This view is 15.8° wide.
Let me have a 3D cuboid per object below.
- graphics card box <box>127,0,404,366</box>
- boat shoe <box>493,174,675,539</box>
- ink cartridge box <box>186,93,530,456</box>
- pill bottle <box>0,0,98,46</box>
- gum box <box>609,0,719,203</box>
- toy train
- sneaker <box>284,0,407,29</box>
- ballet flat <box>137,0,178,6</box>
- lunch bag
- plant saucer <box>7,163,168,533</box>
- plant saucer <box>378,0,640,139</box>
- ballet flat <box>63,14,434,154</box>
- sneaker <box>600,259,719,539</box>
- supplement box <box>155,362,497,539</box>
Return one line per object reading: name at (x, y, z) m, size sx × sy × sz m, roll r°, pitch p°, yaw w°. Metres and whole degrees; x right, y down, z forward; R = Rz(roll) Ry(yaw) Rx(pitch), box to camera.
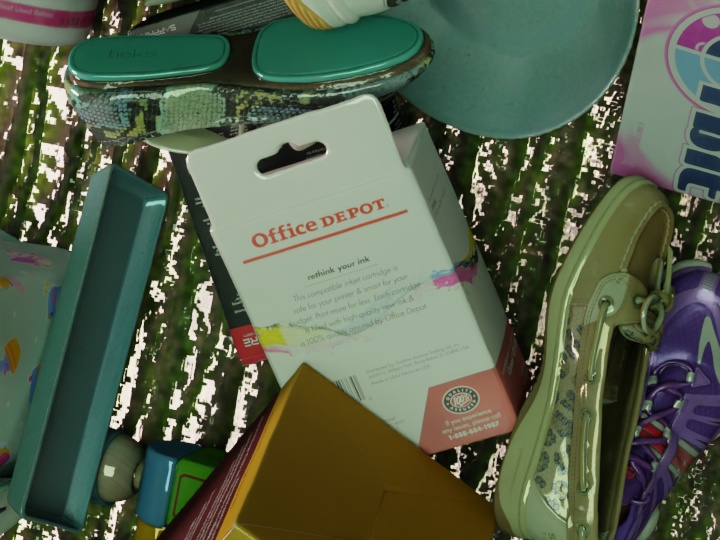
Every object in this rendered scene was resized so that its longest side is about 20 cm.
graphics card box at (-0.037, -0.059, 1.426) m, size 0.125 × 0.051 × 0.200 m, roll -16°, pitch 103°, yaw 17°
boat shoe at (0.131, 0.051, 1.354) m, size 0.063 × 0.073 × 0.200 m, roll 18°, pitch 93°, yaw 32°
ink cartridge box at (0.000, 0.000, 1.368) m, size 0.116 × 0.068 × 0.200 m, roll -17°, pitch 111°, yaw 17°
pill bottle at (-0.179, -0.231, 1.404) m, size 0.113 × 0.113 × 0.200 m, roll 18°, pitch 103°, yaw 8°
gum box at (0.202, -0.117, 1.325) m, size 0.113 × 0.066 × 0.200 m, roll 17°, pitch 136°, yaw 9°
toy train at (-0.116, 0.192, 1.486) m, size 0.116 × 0.085 × 0.200 m, roll 16°, pitch 103°, yaw 20°
sneaker at (-0.003, -0.225, 1.341) m, size 0.088 × 0.076 × 0.200 m, roll -12°, pitch 80°, yaw 18°
ballet flat at (-0.120, -0.171, 1.376) m, size 0.064 × 0.200 × 0.067 m, roll -50°, pitch 60°, yaw 29°
lunch bag at (-0.235, 0.085, 1.442) m, size 0.122 × 0.170 × 0.200 m, roll 17°, pitch 103°, yaw 16°
plant saucer at (-0.152, 0.043, 1.439) m, size 0.019 × 0.070 × 0.200 m, roll 11°, pitch 82°, yaw 25°
plant saucer at (0.070, -0.170, 1.376) m, size 0.201 × 0.039 × 0.201 m, roll 17°, pitch 120°, yaw 32°
ballet flat at (-0.055, -0.095, 1.367) m, size 0.200 × 0.074 × 0.074 m, roll 0°, pitch 100°, yaw 15°
sneaker at (0.156, 0.091, 1.405) m, size 0.081 × 0.083 × 0.200 m, roll 26°, pitch 103°, yaw 6°
supplement box at (-0.050, 0.191, 1.310) m, size 0.133 × 0.197 × 0.200 m, roll 37°, pitch 111°, yaw -6°
